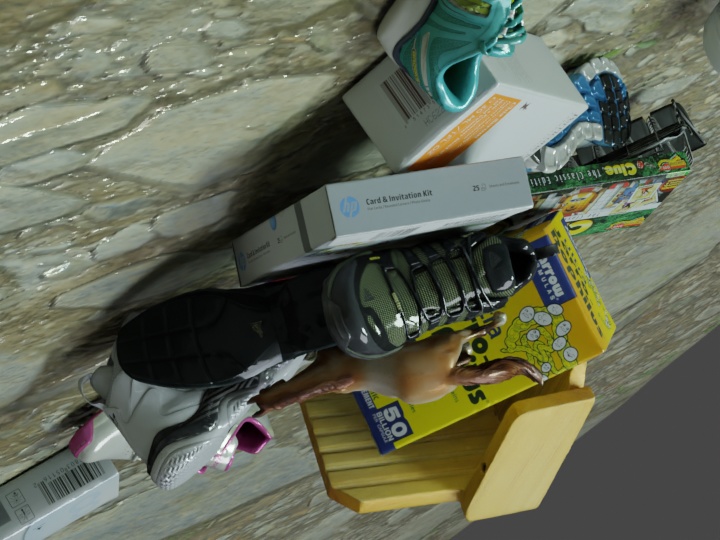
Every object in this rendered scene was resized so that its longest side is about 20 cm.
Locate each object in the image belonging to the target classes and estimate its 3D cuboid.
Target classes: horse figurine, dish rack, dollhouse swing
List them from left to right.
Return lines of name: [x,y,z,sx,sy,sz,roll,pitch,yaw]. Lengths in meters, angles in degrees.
horse figurine: [0.030,0.067,1.563,0.198,0.050,0.132,2,-161,25]
dollhouse swing: [0.064,0.091,1.803,0.174,0.201,0.183,7,127,-23]
dish rack: [0.224,-0.092,1.836,0.152,0.055,0.200,-26,-173,9]

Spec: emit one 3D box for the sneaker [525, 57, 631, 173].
sneaker: [0.149,-0.122,1.720,0.086,0.076,0.199,-11,-174,37]

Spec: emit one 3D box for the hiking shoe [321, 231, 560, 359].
hiking shoe: [0.055,0.005,1.490,0.100,0.076,0.199,-26,177,39]

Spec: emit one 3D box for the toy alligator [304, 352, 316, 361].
toy alligator: [0.000,0.000,1.777,0.200,0.059,0.055,-48,-158,38]

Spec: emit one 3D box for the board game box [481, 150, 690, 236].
board game box: [0.162,-0.054,1.733,0.198,0.024,0.105,-9,161,-23]

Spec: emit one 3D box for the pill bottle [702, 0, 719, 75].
pill bottle: [0.361,-0.232,1.707,0.115,0.116,0.200,-25,162,-31]

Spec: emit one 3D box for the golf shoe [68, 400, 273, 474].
golf shoe: [-0.152,0.133,1.781,0.199,0.092,0.075,-19,160,-42]

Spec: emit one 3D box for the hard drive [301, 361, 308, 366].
hard drive: [-0.005,0.022,1.881,0.199,0.026,0.132,-35,165,-3]

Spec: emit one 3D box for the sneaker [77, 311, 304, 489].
sneaker: [-0.119,0.063,1.618,0.200,0.115,0.075,-45,171,-26]

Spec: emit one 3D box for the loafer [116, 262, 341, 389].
loafer: [-0.079,0.044,1.559,0.198,0.074,0.072,-10,177,7]

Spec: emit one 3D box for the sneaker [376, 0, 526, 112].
sneaker: [0.082,-0.177,1.343,0.077,0.080,0.200,-25,162,-32]

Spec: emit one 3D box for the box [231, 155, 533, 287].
box: [0.012,-0.033,1.530,0.155,0.042,0.200,-9,172,-23]

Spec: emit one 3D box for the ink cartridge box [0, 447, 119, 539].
ink cartridge box: [-0.290,0.230,1.863,0.159,0.047,0.200,-30,163,-17]

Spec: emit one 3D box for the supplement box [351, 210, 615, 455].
supplement box: [0.088,0.048,1.685,0.199,0.110,0.110,-26,-177,14]

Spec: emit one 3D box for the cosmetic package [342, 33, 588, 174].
cosmetic package: [0.079,-0.121,1.528,0.101,0.072,0.200,-40,165,19]
